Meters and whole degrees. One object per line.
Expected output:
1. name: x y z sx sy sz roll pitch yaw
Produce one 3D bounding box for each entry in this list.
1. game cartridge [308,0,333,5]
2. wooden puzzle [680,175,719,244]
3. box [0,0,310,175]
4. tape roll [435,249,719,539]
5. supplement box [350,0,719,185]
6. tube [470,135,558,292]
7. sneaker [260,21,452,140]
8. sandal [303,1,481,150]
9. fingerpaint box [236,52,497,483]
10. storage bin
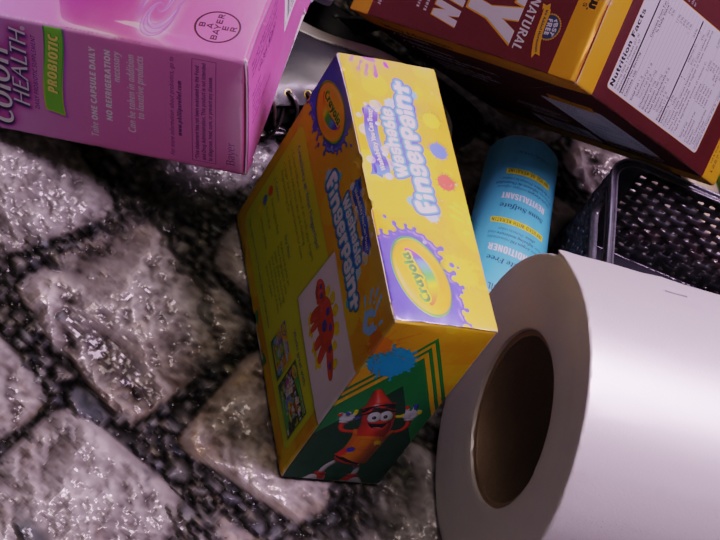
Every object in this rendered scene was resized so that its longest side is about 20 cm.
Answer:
1. game cartridge: -0.103 -0.243 1.588 0.199 0.041 0.133 22 13 -5
2. wooden puzzle: 0.321 -0.095 1.753 0.199 0.046 0.186 7 51 -27
3. box: -0.144 -0.170 1.454 0.198 0.097 0.177 11 47 8
4. tape roll: 0.148 0.102 1.375 0.138 0.203 0.204 15 48 -20
5. supplement box: 0.142 -0.174 1.539 0.196 0.134 0.200 23 -3 38
6. tube: 0.095 -0.002 1.546 0.077 0.051 0.201 18 52 -7
7. sneaker: -0.043 -0.106 1.535 0.199 0.075 0.107 26 48 4
8. sandal: -0.001 -0.150 1.609 0.199 0.043 0.076 35 44 -1
9. fingerpaint box: 0.000 0.000 1.396 0.073 0.167 0.201 7 50 -25
10. storage bin: 0.234 0.029 1.565 0.199 0.094 0.136 21 46 -13
